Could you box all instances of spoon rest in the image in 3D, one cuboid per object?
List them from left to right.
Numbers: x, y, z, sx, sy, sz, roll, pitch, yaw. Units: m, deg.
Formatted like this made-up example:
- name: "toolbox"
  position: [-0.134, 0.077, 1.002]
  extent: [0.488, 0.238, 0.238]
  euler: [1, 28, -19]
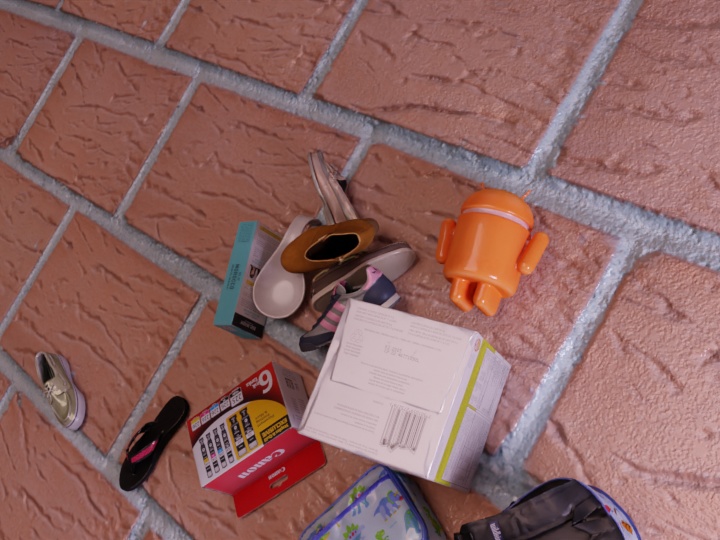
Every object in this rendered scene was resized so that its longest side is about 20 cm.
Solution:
- name: "spoon rest"
  position: [-0.128, -0.011, 1.624]
  extent: [0.099, 0.061, 0.200]
  euler: [14, 75, 20]

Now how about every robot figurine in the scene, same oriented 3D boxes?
- name: "robot figurine"
  position: [0.194, -0.035, 1.366]
  extent: [0.144, 0.116, 0.201]
  euler: [-11, 60, 64]

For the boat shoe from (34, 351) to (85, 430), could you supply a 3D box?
- name: "boat shoe"
  position: [-0.625, 0.247, 1.879]
  extent: [0.072, 0.062, 0.200]
  euler: [-46, 50, 10]

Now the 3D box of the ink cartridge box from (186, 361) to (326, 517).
- name: "ink cartridge box"
  position: [-0.174, 0.281, 1.509]
  extent: [0.200, 0.084, 0.176]
  euler: [-36, 52, 17]

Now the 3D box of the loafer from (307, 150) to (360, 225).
- name: "loafer"
  position: [-0.041, -0.135, 1.631]
  extent: [0.063, 0.072, 0.200]
  euler: [-22, 62, 7]

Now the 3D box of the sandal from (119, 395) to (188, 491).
- name: "sandal"
  position: [-0.392, 0.314, 1.683]
  extent: [0.075, 0.045, 0.200]
  euler: [35, 92, 42]

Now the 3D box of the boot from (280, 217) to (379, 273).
- name: "boot"
  position: [-0.071, -0.036, 1.505]
  extent: [0.201, 0.144, 0.071]
  euler: [-22, 94, 22]

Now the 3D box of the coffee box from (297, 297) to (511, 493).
- name: "coffee box"
  position: [0.069, 0.177, 1.279]
  extent: [0.199, 0.198, 0.200]
  euler: [15, 79, 27]

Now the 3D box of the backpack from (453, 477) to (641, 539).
- name: "backpack"
  position: [0.248, 0.354, 1.113]
  extent: [0.191, 0.154, 0.200]
  euler: [-47, 55, 20]

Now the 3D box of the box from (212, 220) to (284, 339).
- name: "box"
  position: [-0.200, 0.017, 1.658]
  extent: [0.049, 0.082, 0.201]
  euler: [-2, 67, 38]

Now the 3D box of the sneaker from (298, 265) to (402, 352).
- name: "sneaker"
  position: [-0.031, 0.062, 1.497]
  extent: [0.200, 0.070, 0.082]
  euler: [-31, 94, 20]

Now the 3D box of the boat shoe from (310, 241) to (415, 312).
- name: "boat shoe"
  position: [0.000, 0.000, 1.525]
  extent: [0.200, 0.072, 0.060]
  euler: [-31, 48, 22]

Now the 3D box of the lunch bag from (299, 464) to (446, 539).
- name: "lunch bag"
  position: [0.011, 0.391, 1.320]
  extent: [0.200, 0.082, 0.161]
  euler: [-43, 47, 11]
